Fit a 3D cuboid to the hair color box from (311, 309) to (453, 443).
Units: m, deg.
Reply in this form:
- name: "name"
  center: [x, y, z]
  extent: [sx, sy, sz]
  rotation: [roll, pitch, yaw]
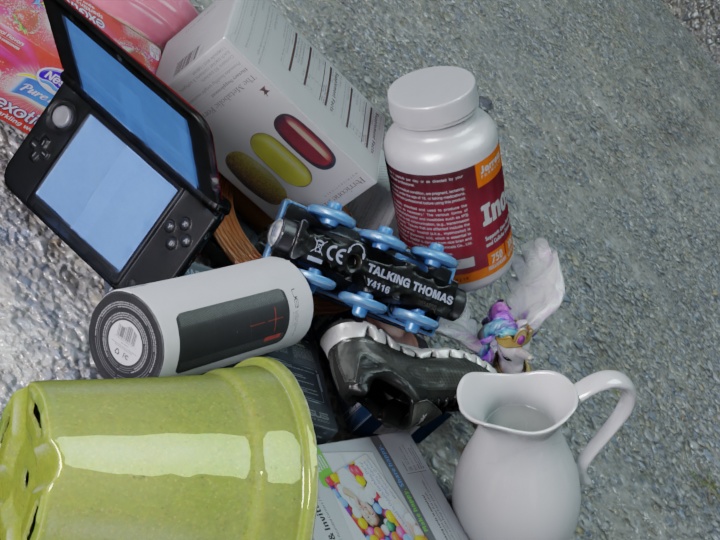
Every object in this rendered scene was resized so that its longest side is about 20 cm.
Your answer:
- name: "hair color box"
  center: [0.010, 0.068, 1.389]
  extent: [0.099, 0.061, 0.201]
  rotation: [14, 43, -43]

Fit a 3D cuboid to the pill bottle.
- name: "pill bottle"
  center: [0.083, -0.088, 1.349]
  extent: [0.113, 0.112, 0.202]
  rotation: [-78, 159, -55]

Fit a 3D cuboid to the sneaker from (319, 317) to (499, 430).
- name: "sneaker"
  center: [0.053, 0.112, 1.274]
  extent: [0.198, 0.067, 0.091]
  rotation: [19, 44, -29]

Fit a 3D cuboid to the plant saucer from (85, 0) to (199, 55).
- name: "plant saucer"
  center: [-0.253, -0.254, 1.350]
  extent: [0.199, 0.200, 0.051]
  rotation: [26, 77, -32]

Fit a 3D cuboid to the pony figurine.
- name: "pony figurine"
  center: [0.142, 0.075, 1.420]
  extent: [0.165, 0.201, 0.194]
  rotation: [-13, 45, -6]

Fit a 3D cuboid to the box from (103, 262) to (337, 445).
- name: "box"
  center: [-0.123, 0.071, 1.225]
  extent: [0.199, 0.051, 0.159]
  rotation: [19, 40, -38]

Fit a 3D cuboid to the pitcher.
- name: "pitcher"
  center: [0.169, 0.180, 1.285]
  extent: [0.169, 0.202, 0.122]
  rotation: [-8, 38, -8]

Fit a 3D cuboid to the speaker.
- name: "speaker"
  center: [-0.125, 0.041, 1.132]
  extent: [0.082, 0.081, 0.199]
  rotation: [55, 31, 14]

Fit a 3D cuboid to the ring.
- name: "ring"
  center: [-0.073, -0.039, 1.340]
  extent: [0.199, 0.019, 0.202]
  rotation: [29, 38, -25]

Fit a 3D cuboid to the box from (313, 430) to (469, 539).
- name: "box"
  center: [0.009, 0.224, 1.224]
  extent: [0.199, 0.041, 0.157]
  rotation: [0, 54, -51]

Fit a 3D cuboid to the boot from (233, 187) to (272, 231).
- name: "boot"
  center: [-0.140, -0.099, 1.386]
  extent: [0.144, 0.071, 0.201]
  rotation: [52, 26, 9]

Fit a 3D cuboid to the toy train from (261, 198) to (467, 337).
- name: "toy train"
  center: [0.000, 0.000, 1.268]
  extent: [0.198, 0.088, 0.114]
  rotation: [21, -8, -18]

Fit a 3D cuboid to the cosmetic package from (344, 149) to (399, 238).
- name: "cosmetic package"
  center: [-0.015, -0.099, 1.485]
  extent: [0.200, 0.075, 0.101]
  rotation: [39, 22, 29]

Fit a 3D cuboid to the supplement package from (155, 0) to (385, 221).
- name: "supplement package"
  center: [-0.084, -0.148, 1.298]
  extent: [0.200, 0.113, 0.110]
  rotation: [41, 33, -25]

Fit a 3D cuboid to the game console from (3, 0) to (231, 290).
- name: "game console"
  center: [-0.211, -0.093, 1.125]
  extent: [0.200, 0.173, 0.119]
  rotation: [40, 8, 21]

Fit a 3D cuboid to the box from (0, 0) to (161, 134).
- name: "box"
  center: [-0.283, -0.189, 1.252]
  extent: [0.199, 0.099, 0.096]
  rotation: [31, 39, -39]

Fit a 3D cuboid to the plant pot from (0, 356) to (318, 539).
- name: "plant pot"
  center: [-0.156, 0.152, 0.977]
  extent: [0.182, 0.201, 0.202]
  rotation: [9, 46, -31]

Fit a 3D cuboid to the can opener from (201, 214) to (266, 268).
- name: "can opener"
  center: [-0.118, -0.032, 1.349]
  extent: [0.200, 0.053, 0.067]
  rotation: [41, 33, -8]
